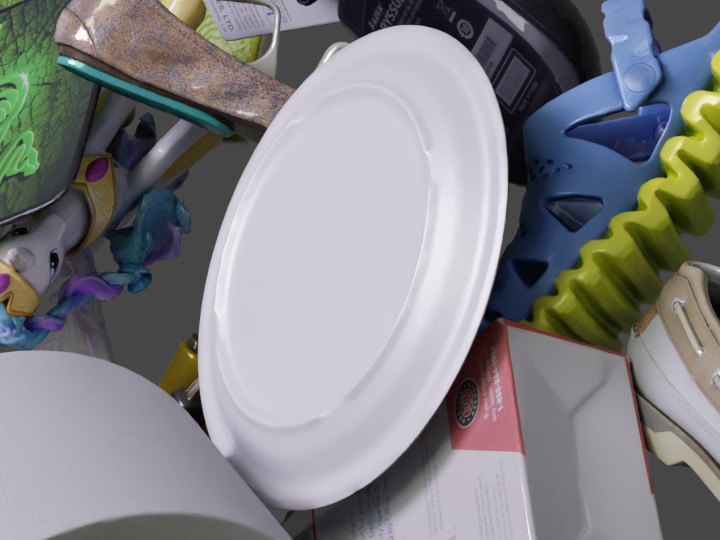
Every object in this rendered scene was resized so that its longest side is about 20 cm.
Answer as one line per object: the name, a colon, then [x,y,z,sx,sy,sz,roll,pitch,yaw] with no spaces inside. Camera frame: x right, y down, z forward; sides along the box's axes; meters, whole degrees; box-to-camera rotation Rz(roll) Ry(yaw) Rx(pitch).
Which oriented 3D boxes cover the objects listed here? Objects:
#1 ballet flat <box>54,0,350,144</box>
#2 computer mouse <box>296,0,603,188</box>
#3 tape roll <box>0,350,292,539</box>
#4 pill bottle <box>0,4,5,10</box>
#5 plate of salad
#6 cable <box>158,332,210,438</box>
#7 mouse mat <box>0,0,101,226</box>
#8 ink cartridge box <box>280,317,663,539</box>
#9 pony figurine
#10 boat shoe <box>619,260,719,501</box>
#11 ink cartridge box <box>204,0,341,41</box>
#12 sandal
ballet flat: [-0.037,-0.081,1.073,0.068,0.199,0.068,-64,9,-4]
computer mouse: [0.043,-0.124,1.063,0.200,0.053,0.139,49,142,10]
tape roll: [-0.116,0.149,0.916,0.203,0.202,0.139,-52,34,4]
pill bottle: [-0.246,-0.052,1.289,0.200,0.112,0.113,-50,44,8]
plate of salad: [0.000,0.000,0.972,0.200,0.048,0.202,-31,49,44]
cable: [-0.101,0.115,1.131,0.200,0.050,0.097,-50,56,25]
mouse mat: [-0.186,-0.068,1.134,0.160,0.008,0.201,-21,35,20]
ink cartridge box: [0.031,0.124,0.948,0.200,0.067,0.117,-45,40,42]
pony figurine: [-0.146,-0.019,1.152,0.200,0.166,0.193,-54,5,-35]
boat shoe: [0.165,0.058,0.876,0.200,0.074,0.069,33,112,47]
ink cartridge box: [-0.001,-0.191,1.126,0.199,0.137,0.076,-4,32,41]
sandal: [0.099,-0.036,0.979,0.087,0.080,0.200,33,75,24]
